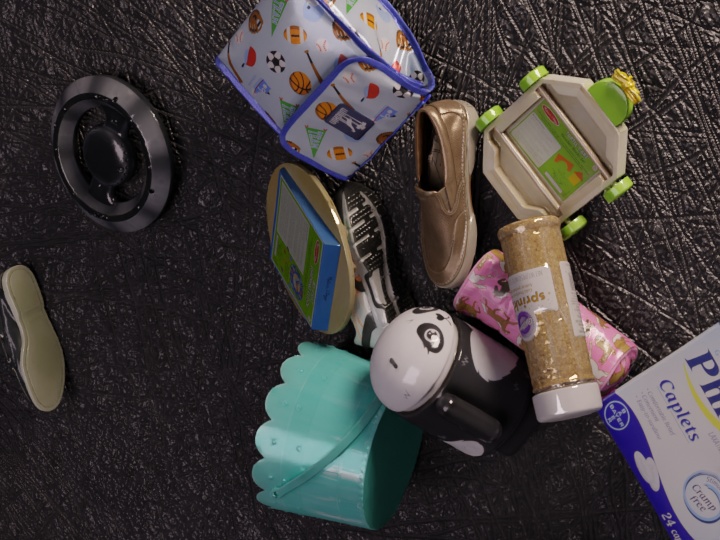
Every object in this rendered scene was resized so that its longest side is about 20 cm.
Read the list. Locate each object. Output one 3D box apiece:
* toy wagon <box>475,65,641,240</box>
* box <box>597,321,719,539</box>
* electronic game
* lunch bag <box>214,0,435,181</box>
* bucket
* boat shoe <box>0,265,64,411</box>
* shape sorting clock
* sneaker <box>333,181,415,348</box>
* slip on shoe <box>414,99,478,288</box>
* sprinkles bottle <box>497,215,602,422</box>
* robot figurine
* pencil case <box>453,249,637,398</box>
[{"bbox_3d":[0.213,-0.133,1.518,0.200,0.039,0.156,-41,83,36],"label":"toy wagon"},{"bbox_3d":[0.365,0.154,1.462,0.200,0.104,0.185,-40,72,36],"label":"box"},{"bbox_3d":[-0.311,-0.145,1.859,0.198,0.042,0.202,14,116,30],"label":"electronic game"},{"bbox_3d":[-0.033,-0.216,1.600,0.200,0.124,0.170,49,130,2],"label":"lunch bag"},{"bbox_3d":[-0.020,0.190,1.698,0.134,0.207,0.209,13,115,21],"label":"bucket"},{"bbox_3d":[-0.461,0.096,2.030,0.066,0.074,0.201,-10,101,38],"label":"boat shoe"},{"bbox_3d":[-0.056,-0.026,1.697,0.200,0.039,0.202,45,142,51],"label":"shape sorting clock"},{"bbox_3d":[0.000,0.000,1.689,0.079,0.073,0.202,-8,100,42],"label":"sneaker"},{"bbox_3d":[0.084,-0.080,1.586,0.076,0.060,0.202,20,110,46],"label":"slip on shoe"},{"bbox_3d":[0.190,0.049,1.502,0.068,0.068,0.202,-19,77,37],"label":"sprinkles bottle"},{"bbox_3d":[0.105,0.120,1.601,0.199,0.126,0.150,31,159,-22],"label":"robot figurine"},{"bbox_3d":[0.194,0.059,1.578,0.199,0.083,0.087,37,96,17],"label":"pencil case"}]
